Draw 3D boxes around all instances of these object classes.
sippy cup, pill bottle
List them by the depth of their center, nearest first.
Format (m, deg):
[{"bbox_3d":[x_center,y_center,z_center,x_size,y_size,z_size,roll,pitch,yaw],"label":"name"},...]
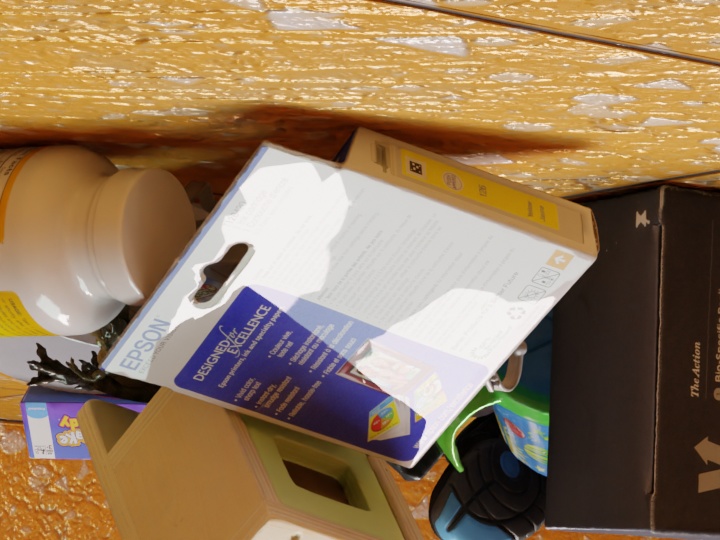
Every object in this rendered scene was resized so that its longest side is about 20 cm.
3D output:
[{"bbox_3d":[-0.192,-0.015,1.475,0.199,0.105,0.104,-1,172,31],"label":"pill bottle"},{"bbox_3d":[0.137,0.067,1.729,0.177,0.140,0.130,2,147,6],"label":"sippy cup"}]

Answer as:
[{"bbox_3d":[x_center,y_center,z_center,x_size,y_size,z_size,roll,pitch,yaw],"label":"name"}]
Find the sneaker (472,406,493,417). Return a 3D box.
[{"bbox_3d":[0.030,0.055,1.816,0.200,0.073,0.071,32,-161,-33],"label":"sneaker"}]

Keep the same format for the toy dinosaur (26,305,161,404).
[{"bbox_3d":[-0.144,0.063,1.626,0.088,0.048,0.200,3,157,25],"label":"toy dinosaur"}]

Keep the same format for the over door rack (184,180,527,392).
[{"bbox_3d":[0.000,0.000,1.590,0.147,0.067,0.200,5,153,32],"label":"over door rack"}]

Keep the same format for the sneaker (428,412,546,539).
[{"bbox_3d":[0.093,0.143,1.865,0.082,0.073,0.200,-24,-172,36],"label":"sneaker"}]

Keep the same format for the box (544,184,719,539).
[{"bbox_3d":[0.223,0.062,1.590,0.199,0.197,0.117,6,173,-29],"label":"box"}]

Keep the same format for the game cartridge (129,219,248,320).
[{"bbox_3d":[-0.066,0.020,1.559,0.133,0.042,0.200,27,157,-26],"label":"game cartridge"}]

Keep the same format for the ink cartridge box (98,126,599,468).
[{"bbox_3d":[-0.009,0.010,1.435,0.199,0.047,0.198,21,133,-22],"label":"ink cartridge box"}]

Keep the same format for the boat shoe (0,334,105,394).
[{"bbox_3d":[-0.153,0.040,1.714,0.199,0.057,0.069,6,143,7],"label":"boat shoe"}]

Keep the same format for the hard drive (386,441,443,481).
[{"bbox_3d":[-0.002,0.086,1.823,0.139,0.033,0.200,41,-179,4],"label":"hard drive"}]

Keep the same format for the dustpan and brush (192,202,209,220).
[{"bbox_3d":[-0.110,-0.021,1.659,0.199,0.057,0.140,11,165,-12],"label":"dustpan and brush"}]

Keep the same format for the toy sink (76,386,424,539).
[{"bbox_3d":[-0.061,0.122,1.548,0.130,0.112,0.200,23,-154,-36],"label":"toy sink"}]

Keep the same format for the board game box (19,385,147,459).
[{"bbox_3d":[-0.136,0.055,1.810,0.134,0.045,0.200,1,-150,11],"label":"board game box"}]
